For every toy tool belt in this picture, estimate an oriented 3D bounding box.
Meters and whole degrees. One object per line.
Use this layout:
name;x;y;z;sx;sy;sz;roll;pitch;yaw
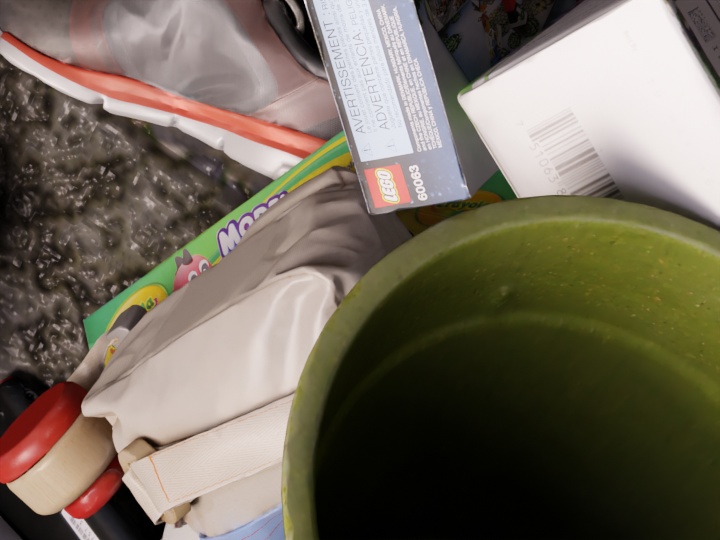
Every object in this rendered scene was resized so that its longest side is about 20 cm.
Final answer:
toy tool belt;-0.031;0.063;0.899;0.123;0.125;0.200;46;127;-14

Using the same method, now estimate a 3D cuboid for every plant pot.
plant pot;0.045;0.109;0.768;0.200;0.200;0.190;43;148;4

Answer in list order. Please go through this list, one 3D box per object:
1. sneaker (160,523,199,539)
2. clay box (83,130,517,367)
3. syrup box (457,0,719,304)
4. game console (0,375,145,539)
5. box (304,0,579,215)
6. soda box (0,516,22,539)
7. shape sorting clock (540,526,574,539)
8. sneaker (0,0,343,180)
sneaker;0.012;0.139;1.037;0.200;0.075;0.088;21;87;6
clay box;0.000;0.000;0.982;0.200;0.115;0.048;-35;59;34
syrup box;0.120;-0.072;0.834;0.081;0.200;0.079;-28;97;33
game console;-0.138;0.174;1.151;0.200;0.031;0.177;48;124;28
box;0.036;-0.118;0.857;0.038;0.200;0.137;-10;107;27
soda box;-0.173;0.159;1.118;0.200;0.064;0.068;40;120;32
shape sorting clock;0.103;0.162;0.888;0.200;0.039;0.200;26;136;28
sneaker;-0.066;-0.099;1.010;0.200;0.077;0.082;23;104;10
